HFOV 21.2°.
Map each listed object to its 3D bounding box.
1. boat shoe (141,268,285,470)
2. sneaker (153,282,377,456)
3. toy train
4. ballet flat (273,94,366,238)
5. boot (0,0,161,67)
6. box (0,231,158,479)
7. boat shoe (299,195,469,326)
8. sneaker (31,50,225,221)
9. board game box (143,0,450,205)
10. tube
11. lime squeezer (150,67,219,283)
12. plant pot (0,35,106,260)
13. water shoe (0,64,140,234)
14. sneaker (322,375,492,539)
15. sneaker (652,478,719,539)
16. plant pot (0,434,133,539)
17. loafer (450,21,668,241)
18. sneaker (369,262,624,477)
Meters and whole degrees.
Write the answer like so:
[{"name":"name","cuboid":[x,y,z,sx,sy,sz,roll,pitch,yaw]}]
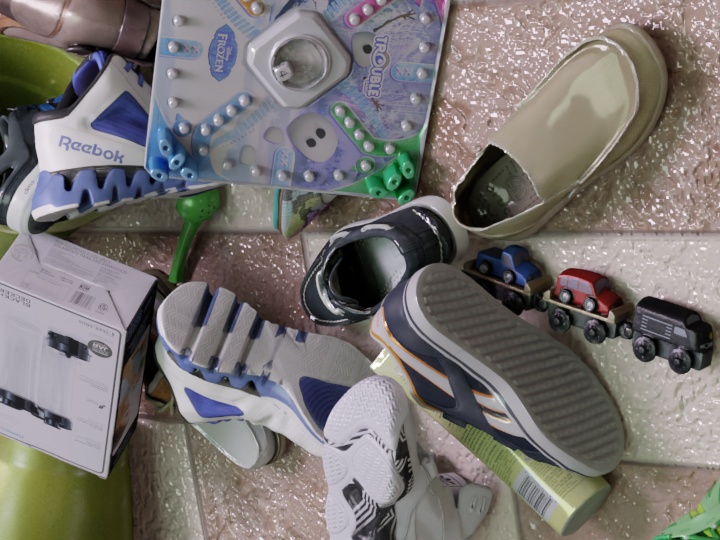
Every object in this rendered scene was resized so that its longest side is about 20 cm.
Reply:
[{"name":"boat shoe","cuboid":[-0.145,0.089,1.569,0.200,0.068,0.075,47,129,16]},{"name":"sneaker","cuboid":[-0.077,0.086,1.479,0.199,0.081,0.115,30,153,-9]},{"name":"toy train","cuboid":[0.154,0.022,1.328,0.200,0.034,0.046,19,113,32]},{"name":"ballet flat","cuboid":[-0.025,-0.113,1.412,0.071,0.069,0.200,8,112,9]},{"name":"boot","cuboid":[-0.208,-0.195,1.490,0.146,0.200,0.070,18,99,2]},{"name":"box","cuboid":[-0.231,0.067,1.507,0.117,0.060,0.200,21,139,6]},{"name":"boat shoe","cuboid":[0.000,0.000,1.406,0.076,0.060,0.200,57,145,4]},{"name":"sneaker","cuboid":[-0.157,-0.109,1.422,0.081,0.199,0.115,-12,90,59]},{"name":"board game box","cuboid":[-0.042,-0.145,1.345,0.200,0.026,0.200,5,115,-9]},{"name":"tube","cuboid":[0.096,0.107,1.399,0.200,0.058,0.052,43,158,22]},{"name":"lime squeezer","cuboid":[-0.139,-0.082,1.535,0.071,0.038,0.200,-149,50,-65]},{"name":"plant pot","cuboid":[-0.307,-0.064,1.586,0.200,0.200,0.190,51,141,13]},{"name":"water shoe","cuboid":[-0.237,-0.114,1.484,0.079,0.200,0.072,23,136,6]},{"name":"sneaker","cuboid":[0.035,0.149,1.406,0.075,0.115,0.200,29,130,37]},{"name":"sneaker","cuboid":[0.245,0.180,1.277,0.074,0.084,0.200,42,126,20]},{"name":"plant pot","cuboid":[-0.277,0.213,1.654,0.200,0.200,0.193,23,108,31]},{"name":"loafer","cuboid":[0.130,-0.083,1.286,0.076,0.068,0.200,49,129,15]},{"name":"sneaker","cuboid":[0.094,0.076,1.343,0.200,0.078,0.079,42,141,-13]}]
